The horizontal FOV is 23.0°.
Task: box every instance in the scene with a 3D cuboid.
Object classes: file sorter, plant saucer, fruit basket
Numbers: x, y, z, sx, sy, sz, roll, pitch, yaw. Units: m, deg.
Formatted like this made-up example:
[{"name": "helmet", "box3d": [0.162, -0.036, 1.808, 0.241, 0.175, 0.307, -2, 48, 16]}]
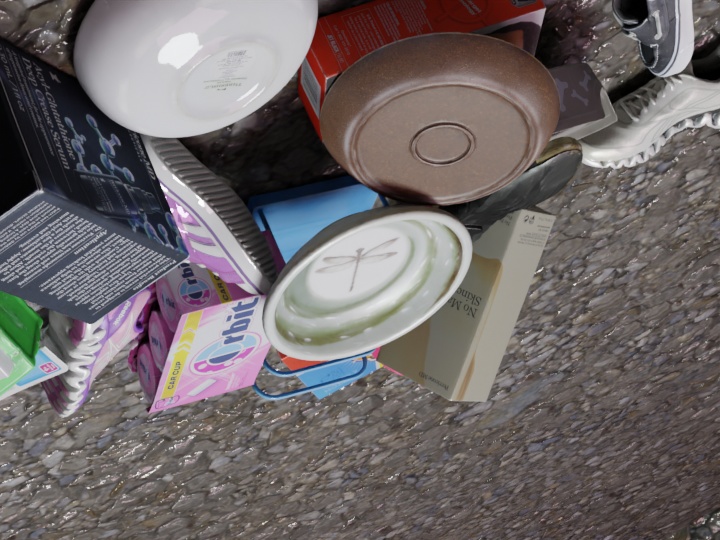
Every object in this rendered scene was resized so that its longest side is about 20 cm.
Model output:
[{"name": "file sorter", "box3d": [-0.043, 0.019, 1.722, 0.138, 0.123, 0.200, -14, 152, -24]}, {"name": "plant saucer", "box3d": [0.066, -0.114, 1.450, 0.199, 0.035, 0.201, -2, 143, -2]}, {"name": "fruit basket", "box3d": [-0.379, 0.070, 1.498, 0.199, 0.094, 0.186, -26, 129, 13]}, {"name": "plant saucer", "box3d": [0.000, 0.000, 1.556, 0.199, 0.050, 0.201, -19, 147, -13]}]

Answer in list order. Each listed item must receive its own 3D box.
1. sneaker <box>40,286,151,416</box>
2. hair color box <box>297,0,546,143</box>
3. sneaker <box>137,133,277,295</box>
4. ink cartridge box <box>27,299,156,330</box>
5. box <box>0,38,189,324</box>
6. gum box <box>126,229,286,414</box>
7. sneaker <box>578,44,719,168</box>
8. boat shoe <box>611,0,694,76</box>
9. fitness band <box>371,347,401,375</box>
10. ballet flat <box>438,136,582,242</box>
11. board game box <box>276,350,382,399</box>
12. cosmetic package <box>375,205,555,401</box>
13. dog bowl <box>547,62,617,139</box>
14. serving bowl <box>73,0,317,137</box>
[{"name": "sneaker", "box3d": [-0.237, 0.058, 1.573, 0.088, 0.081, 0.200, -23, 158, -33]}, {"name": "hair color box", "box3d": [0.050, -0.185, 1.487, 0.199, 0.062, 0.102, -20, 155, -13]}, {"name": "sneaker", "box3d": [-0.163, -0.034, 1.516, 0.114, 0.073, 0.201, -32, 121, 18]}, {"name": "ink cartridge box", "box3d": [-0.230, 0.010, 1.621, 0.199, 0.045, 0.176, -23, 155, -7]}, {"name": "box", "box3d": [-0.244, -0.066, 1.342, 0.107, 0.149, 0.200, -33, 154, 16]}, {"name": "gum box", "box3d": [-0.144, 0.053, 1.655, 0.113, 0.066, 0.200, -15, 153, -25]}, {"name": "sneaker", "box3d": [0.297, -0.167, 1.756, 0.199, 0.075, 0.081, -24, 141, -9]}, {"name": "boat shoe", "box3d": [0.255, -0.236, 1.568, 0.067, 0.072, 0.200, -24, 152, -8]}, {"name": "fitness band", "box3d": [0.077, 0.015, 1.820, 0.143, 0.037, 0.201, 3, 113, -55]}, {"name": "ballet flat", "box3d": [0.128, -0.080, 1.606, 0.066, 0.057, 0.200, 9, 155, -33]}, {"name": "board game box", "box3d": [0.013, 0.059, 1.947, 0.199, 0.041, 0.153, -28, 155, 5]}, {"name": "cosmetic package", "box3d": [0.102, 0.018, 1.728, 0.071, 0.105, 0.201, 7, 104, -55]}, {"name": "dog bowl", "box3d": [0.133, -0.130, 1.601, 0.199, 0.059, 0.200, -19, 178, -1]}, {"name": "serving bowl", "box3d": [-0.115, -0.167, 1.348, 0.199, 0.066, 0.201, -24, 152, -14]}]
